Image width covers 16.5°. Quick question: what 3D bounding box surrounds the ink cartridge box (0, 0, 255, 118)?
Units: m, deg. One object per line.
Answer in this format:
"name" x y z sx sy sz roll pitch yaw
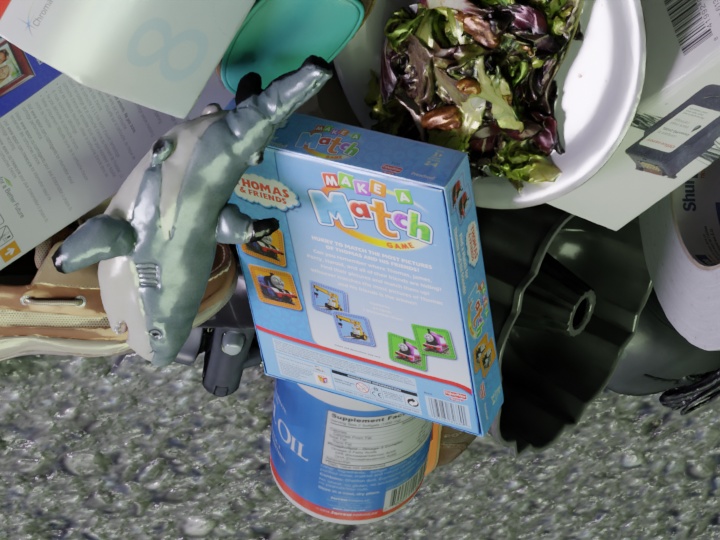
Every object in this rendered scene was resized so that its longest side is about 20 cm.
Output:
"ink cartridge box" -0.132 -0.177 1.267 0.200 0.047 0.160 16 114 -44

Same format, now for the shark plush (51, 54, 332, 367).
"shark plush" -0.079 -0.042 1.374 0.200 0.083 0.091 -48 176 11

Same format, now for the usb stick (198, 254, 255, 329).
"usb stick" -0.117 0.012 1.561 0.200 0.033 0.056 1 135 19

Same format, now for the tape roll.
"tape roll" 0.234 -0.053 1.465 0.066 0.201 0.200 -1 144 -19

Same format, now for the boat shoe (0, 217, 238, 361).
"boat shoe" -0.171 0.005 1.446 0.199 0.076 0.072 -10 124 -7

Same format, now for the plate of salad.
"plate of salad" 0.061 -0.127 1.349 0.200 0.200 0.048 -41 174 36

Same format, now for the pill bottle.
"pill bottle" -0.002 0.069 1.660 0.112 0.112 0.200 -5 137 -11

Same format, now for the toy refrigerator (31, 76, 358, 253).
"toy refrigerator" -0.103 -0.062 1.489 0.200 0.070 0.076 -22 137 13

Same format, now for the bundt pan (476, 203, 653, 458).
"bundt pan" 0.111 0.012 1.584 0.202 0.076 0.202 -41 145 -37

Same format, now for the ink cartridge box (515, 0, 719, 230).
"ink cartridge box" 0.170 -0.139 1.390 0.084 0.145 0.200 20 135 -41

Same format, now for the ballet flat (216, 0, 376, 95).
"ballet flat" -0.017 -0.175 1.345 0.068 0.072 0.200 18 137 -21

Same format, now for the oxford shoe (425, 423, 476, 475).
"oxford shoe" 0.067 0.073 1.748 0.073 0.071 0.200 -20 155 -23

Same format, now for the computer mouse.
"computer mouse" 0.220 0.058 1.772 0.200 0.053 0.138 20 135 -38

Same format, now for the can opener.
"can opener" -0.081 0.011 1.603 0.078 0.064 0.200 2 144 -18

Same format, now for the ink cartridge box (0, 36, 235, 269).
"ink cartridge box" -0.166 -0.120 1.359 0.200 0.047 0.198 -36 137 -11

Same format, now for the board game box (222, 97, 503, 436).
"board game box" 0.000 0.000 1.433 0.151 0.037 0.200 15 140 25
